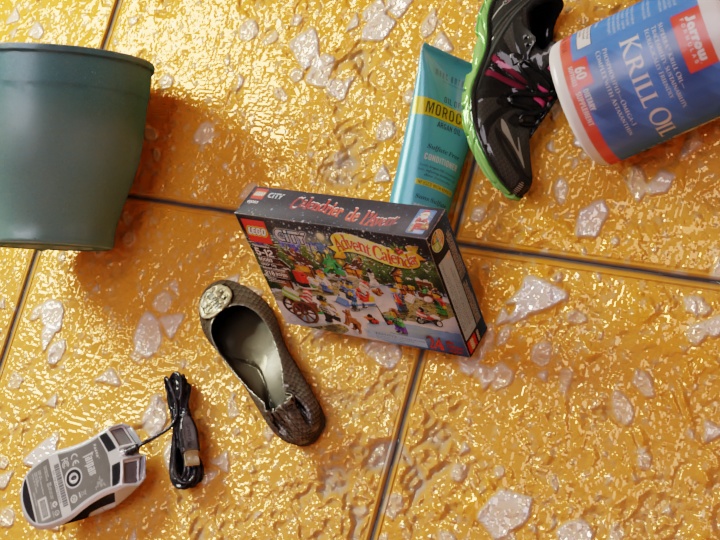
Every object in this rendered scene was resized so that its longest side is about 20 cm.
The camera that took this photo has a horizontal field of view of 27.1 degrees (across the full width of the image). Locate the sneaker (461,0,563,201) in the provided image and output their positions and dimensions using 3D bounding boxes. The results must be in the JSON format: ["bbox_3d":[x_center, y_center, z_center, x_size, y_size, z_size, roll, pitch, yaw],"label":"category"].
[{"bbox_3d":[0.139,-0.160,1.288,0.083,0.076,0.203,-6,70,34],"label":"sneaker"}]

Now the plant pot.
[{"bbox_3d":[-0.307,-0.116,1.491,0.198,0.199,0.191,0,88,32],"label":"plant pot"}]

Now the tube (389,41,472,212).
[{"bbox_3d":[0.062,-0.094,1.322,0.050,0.077,0.203,2,75,58],"label":"tube"}]

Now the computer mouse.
[{"bbox_3d":[-0.234,0.184,1.416,0.198,0.044,0.111,-26,65,15],"label":"computer mouse"}]

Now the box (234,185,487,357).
[{"bbox_3d":[0.000,0.000,1.278,0.198,0.137,0.038,9,48,34],"label":"box"}]

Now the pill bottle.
[{"bbox_3d":[0.261,-0.171,1.192,0.198,0.112,0.114,-24,61,23],"label":"pill bottle"}]

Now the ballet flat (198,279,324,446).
[{"bbox_3d":[-0.097,0.079,1.364,0.067,0.046,0.201,-42,56,11],"label":"ballet flat"}]
